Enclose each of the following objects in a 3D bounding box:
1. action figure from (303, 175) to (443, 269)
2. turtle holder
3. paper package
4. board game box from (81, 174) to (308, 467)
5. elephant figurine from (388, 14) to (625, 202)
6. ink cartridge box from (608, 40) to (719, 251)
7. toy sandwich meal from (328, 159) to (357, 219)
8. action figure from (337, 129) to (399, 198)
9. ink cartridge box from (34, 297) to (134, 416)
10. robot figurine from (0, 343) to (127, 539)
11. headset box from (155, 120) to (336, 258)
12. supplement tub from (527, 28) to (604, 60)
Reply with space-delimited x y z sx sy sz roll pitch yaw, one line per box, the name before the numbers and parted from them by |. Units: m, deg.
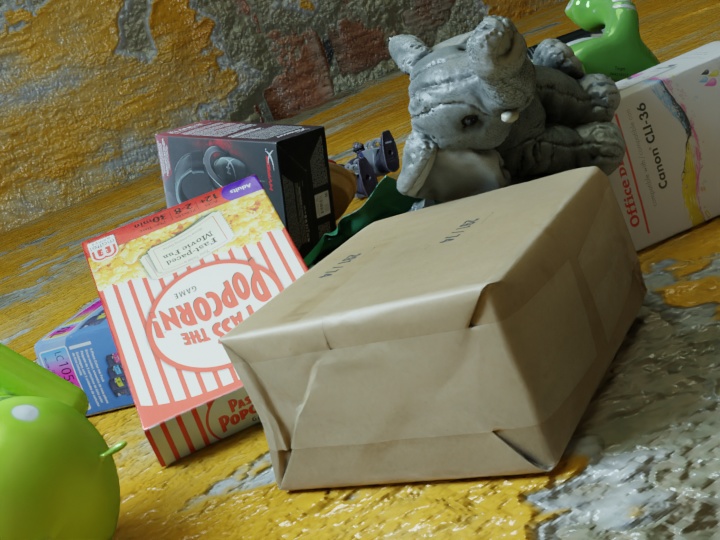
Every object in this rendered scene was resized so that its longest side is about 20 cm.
action figure | 0.000 0.000 0.852 0.199 0.117 0.055 -32 43 41
turtle holder | 0.189 -0.141 0.894 0.140 0.188 0.132 -25 16 -13
paper package | 0.050 0.032 0.620 0.189 0.105 0.200 -13 16 33
board game box | -0.109 0.028 0.770 0.150 0.047 0.201 -23 48 -11
elephant figurine | 0.075 -0.110 0.691 0.198 0.142 0.156 9 -53 -44
ink cartridge box | 0.224 -0.089 0.800 0.198 0.118 0.067 -24 15 -10
toy sandwich meal | -0.103 -0.095 1.211 0.202 0.071 0.206 -12 -21 -5
action figure | -0.024 -0.137 1.431 0.130 0.070 0.199 -34 16 -29
ink cartridge box | -0.158 0.051 0.900 0.198 0.077 0.137 -13 16 21
robot figurine | -0.220 0.132 0.588 0.198 0.116 0.177 -9 40 33
headset box | -0.122 -0.071 1.060 0.198 0.151 0.077 10 23 38
supplement tub | 0.228 -0.210 1.235 0.198 0.124 0.123 -18 14 5
